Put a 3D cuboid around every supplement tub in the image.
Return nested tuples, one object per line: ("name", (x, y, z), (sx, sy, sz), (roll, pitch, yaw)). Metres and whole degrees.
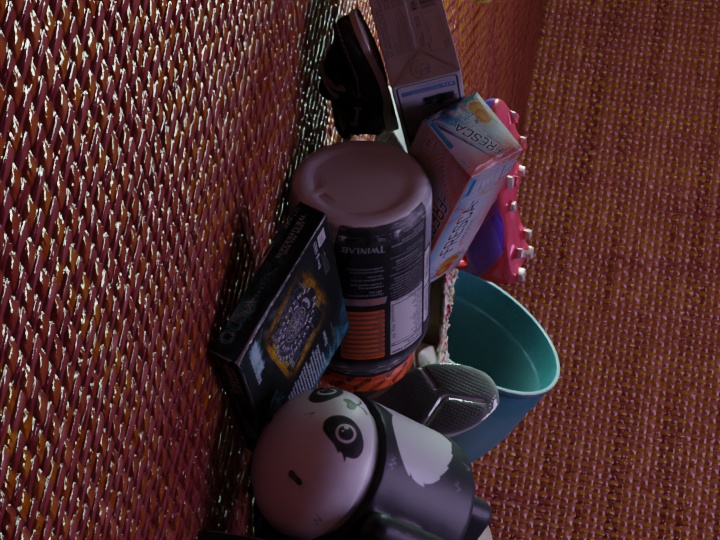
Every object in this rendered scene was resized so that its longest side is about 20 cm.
("supplement tub", (0.000, 0.000, 1.564), (0.123, 0.121, 0.201), (-73, 168, -47))

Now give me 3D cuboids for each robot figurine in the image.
("robot figurine", (0.009, 0.166, 1.414), (0.199, 0.150, 0.126), (28, 65, -35))

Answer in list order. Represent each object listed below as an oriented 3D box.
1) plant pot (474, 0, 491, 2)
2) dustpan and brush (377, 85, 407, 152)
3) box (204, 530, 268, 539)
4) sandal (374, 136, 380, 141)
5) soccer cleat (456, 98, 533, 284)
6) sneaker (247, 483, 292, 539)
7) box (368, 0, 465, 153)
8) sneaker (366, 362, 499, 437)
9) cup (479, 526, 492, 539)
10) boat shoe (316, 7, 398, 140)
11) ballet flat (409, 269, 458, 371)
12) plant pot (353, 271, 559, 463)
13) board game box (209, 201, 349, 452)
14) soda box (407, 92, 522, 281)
("plant pot", (0.078, -0.347, 1.619), (0.200, 0.198, 0.178), (-58, 164, -70))
("dustpan and brush", (0.049, -0.103, 1.734), (0.200, 0.057, 0.140), (27, -35, 57))
("box", (-0.027, 0.292, 1.366), (0.124, 0.198, 0.150), (77, 22, -69))
("sandal", (0.030, -0.057, 1.940), (0.054, 0.081, 0.202), (-25, 132, -54))
("soccer cleat", (0.110, -0.068, 1.637), (0.201, 0.076, 0.067), (78, 26, -42))
("sneaker", (-0.063, 0.228, 1.568), (0.088, 0.074, 0.201), (-55, 145, -43))
("box", (0.052, -0.177, 1.587), (0.200, 0.060, 0.118), (66, 9, -73))
("sneaker", (0.034, 0.140, 1.738), (0.080, 0.198, 0.071), (88, -14, -76))
("cup", (0.009, 0.284, 1.736), (0.143, 0.199, 0.202), (-16, 116, -52))
("boat shoe", (-0.008, -0.165, 1.585), (0.200, 0.060, 0.075), (65, 8, -76))
("ballet flat", (0.051, 0.050, 1.750), (0.064, 0.075, 0.202), (-39, 135, -68))
("plant pot", (0.079, 0.125, 1.945), (0.189, 0.199, 0.200), (-56, -175, 29))
("board game box", (-0.059, 0.051, 1.409), (0.136, 0.028, 0.200), (-59, 163, -21))
("soda box", (0.070, -0.064, 1.587), (0.063, 0.069, 0.200), (-29, 160, -29))
